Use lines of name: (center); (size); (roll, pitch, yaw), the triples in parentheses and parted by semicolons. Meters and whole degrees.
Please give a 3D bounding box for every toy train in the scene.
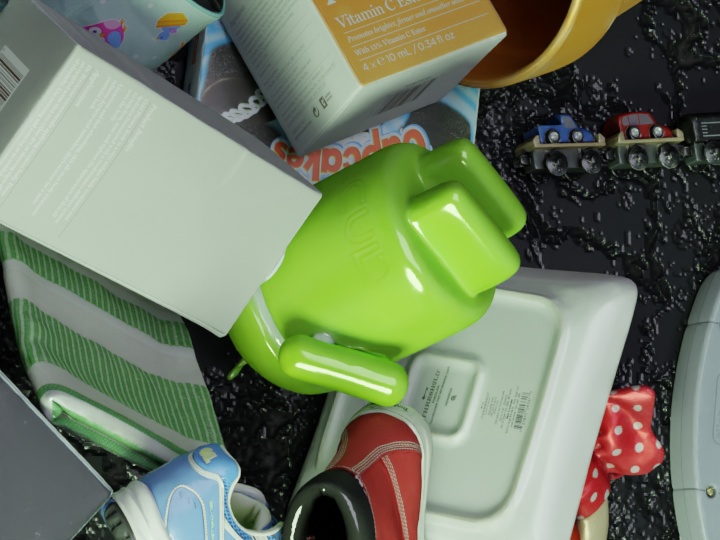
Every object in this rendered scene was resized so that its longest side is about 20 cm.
toy train: (0.195, -0.091, 1.318); (0.198, 0.034, 0.046); (-5, 82, -26)

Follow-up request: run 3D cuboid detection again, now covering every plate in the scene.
plate: (0.054, 0.081, 1.149); (0.032, 0.199, 0.201); (39, 65, -52)

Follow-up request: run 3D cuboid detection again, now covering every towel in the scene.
towel: (-0.144, 0.026, 1.064); (0.152, 0.023, 0.201); (32, 29, -42)

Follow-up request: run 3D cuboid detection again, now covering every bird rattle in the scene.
bird rattle: (0.113, 0.155, 1.232); (0.199, 0.112, 0.165); (-11, 108, -46)

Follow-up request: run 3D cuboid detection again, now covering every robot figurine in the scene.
robot figurine: (0.000, 0.000, 1.110); (0.116, 0.199, 0.176); (48, 32, -26)

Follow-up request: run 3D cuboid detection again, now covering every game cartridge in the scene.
game cartridge: (0.285, 0.105, 1.334); (0.132, 0.041, 0.202); (11, 79, -19)

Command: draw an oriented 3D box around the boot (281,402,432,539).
boot: (-0.005, 0.192, 1.058); (0.144, 0.072, 0.202); (-46, 137, -63)

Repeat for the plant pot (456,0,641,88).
plant pot: (0.129, -0.236, 1.232); (0.182, 0.200, 0.202); (-19, 91, -41)

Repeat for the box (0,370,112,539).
box: (-0.255, 0.155, 0.994); (0.104, 0.182, 0.200); (48, 68, -13)

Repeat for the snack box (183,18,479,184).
snack box: (-0.021, -0.085, 1.215); (0.199, 0.037, 0.117); (11, 79, -24)

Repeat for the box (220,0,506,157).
box: (-0.021, -0.194, 1.166); (0.124, 0.097, 0.201); (-25, 80, -34)

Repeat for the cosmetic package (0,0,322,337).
cosmetic package: (-0.129, -0.055, 1.030); (0.107, 0.090, 0.200); (-53, 136, 5)

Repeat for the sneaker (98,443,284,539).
sneaker: (-0.067, 0.171, 1.033); (0.077, 0.076, 0.200); (-37, 138, -7)

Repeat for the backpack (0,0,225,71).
backpack: (-0.179, -0.193, 1.075); (0.199, 0.176, 0.153); (31, 111, -37)
